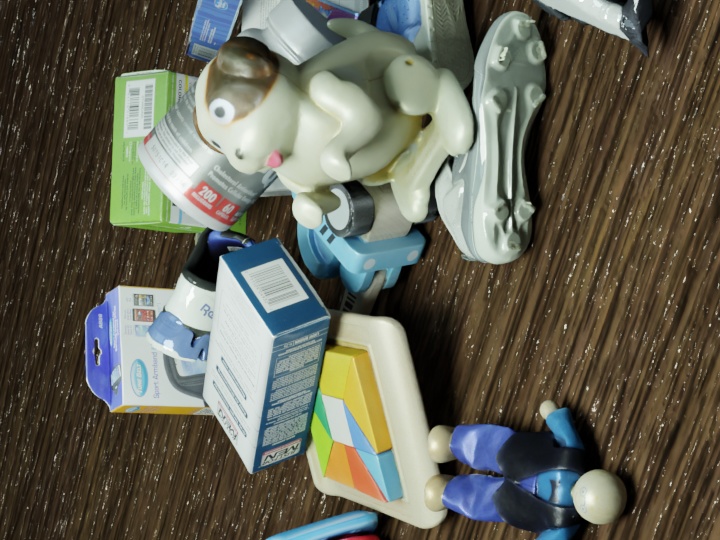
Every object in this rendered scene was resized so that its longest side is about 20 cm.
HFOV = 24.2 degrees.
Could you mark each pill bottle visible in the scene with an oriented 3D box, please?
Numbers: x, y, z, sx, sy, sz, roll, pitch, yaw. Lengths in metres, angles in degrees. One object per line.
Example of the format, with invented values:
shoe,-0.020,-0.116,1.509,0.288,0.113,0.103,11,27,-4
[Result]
pill bottle,-0.096,-0.143,1.508,0.200,0.114,0.114,-46,43,12

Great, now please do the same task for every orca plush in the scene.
orca plush,0.166,-0.238,1.271,0.071,0.105,0.200,-49,33,-2

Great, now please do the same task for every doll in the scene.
doll,0.130,0.167,1.291,0.199,0.048,0.138,-1,84,53

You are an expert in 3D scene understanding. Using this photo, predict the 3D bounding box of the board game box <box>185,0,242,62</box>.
board game box,-0.123,-0.332,1.679,0.200,0.043,0.200,134,152,-73

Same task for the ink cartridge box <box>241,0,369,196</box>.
ink cartridge box,-0.046,-0.176,1.635,0.175,0.045,0.202,-1,85,41

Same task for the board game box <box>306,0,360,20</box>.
board game box,-0.039,-0.168,1.570,0.199,0.039,0.159,28,105,40

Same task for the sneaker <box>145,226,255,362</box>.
sneaker,-0.110,0.014,1.581,0.080,0.199,0.116,33,113,24

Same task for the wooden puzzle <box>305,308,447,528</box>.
wooden puzzle,-0.009,0.125,1.464,0.200,0.037,0.186,3,109,59

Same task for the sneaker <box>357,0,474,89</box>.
sneaker,0.041,-0.246,1.467,0.111,0.076,0.202,-7,86,49

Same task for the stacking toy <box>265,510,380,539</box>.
stacking toy,-0.011,0.320,1.469,0.116,0.109,0.201,123,130,-61

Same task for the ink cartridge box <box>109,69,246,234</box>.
ink cartridge box,-0.154,-0.112,1.688,0.075,0.199,0.149,-1,86,38

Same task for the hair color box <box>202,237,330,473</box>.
hair color box,-0.086,0.078,1.486,0.100,0.060,0.201,55,150,31

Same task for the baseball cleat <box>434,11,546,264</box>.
baseball cleat,0.098,-0.107,1.361,0.106,0.069,0.202,5,89,57

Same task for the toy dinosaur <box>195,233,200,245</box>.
toy dinosaur,-0.169,-0.086,1.829,0.088,0.047,0.202,27,112,50

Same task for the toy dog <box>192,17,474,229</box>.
toy dog,-0.034,-0.133,1.346,0.140,0.199,0.195,-46,53,56

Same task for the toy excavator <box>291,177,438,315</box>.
toy excavator,0.000,0.000,1.495,0.195,0.099,0.201,51,137,34

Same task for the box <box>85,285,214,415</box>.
box,-0.173,0.080,1.658,0.041,0.199,0.120,-26,64,54
